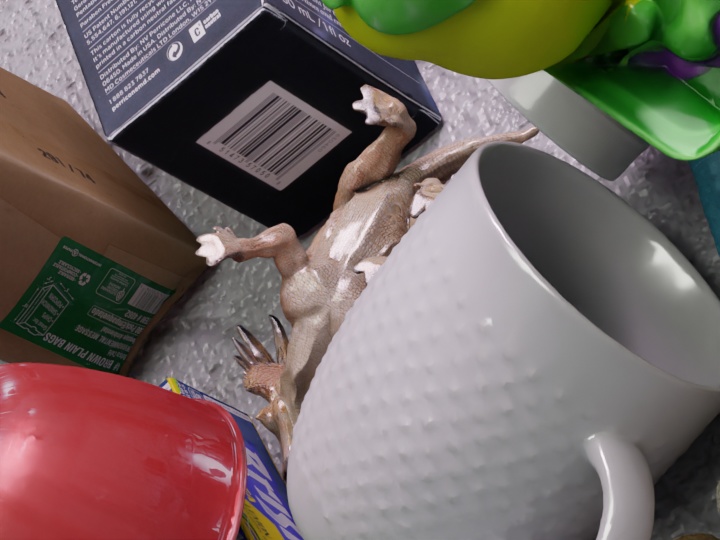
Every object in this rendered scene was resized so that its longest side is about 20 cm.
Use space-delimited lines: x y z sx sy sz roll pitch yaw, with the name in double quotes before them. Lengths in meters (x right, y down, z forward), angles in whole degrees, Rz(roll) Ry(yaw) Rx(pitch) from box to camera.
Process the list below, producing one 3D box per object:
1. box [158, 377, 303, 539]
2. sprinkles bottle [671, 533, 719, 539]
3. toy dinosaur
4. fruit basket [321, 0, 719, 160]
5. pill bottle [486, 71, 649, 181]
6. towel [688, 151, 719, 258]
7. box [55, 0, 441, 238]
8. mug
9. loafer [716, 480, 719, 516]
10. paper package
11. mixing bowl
"box" -0.056 0.148 1.083 0.064 0.070 0.200 -42 52 14
"sprinkles bottle" 0.175 0.188 0.886 0.068 0.068 0.200 -51 49 10
"toy dinosaur" 0.000 0.000 1.097 0.086 0.136 0.200 36 71 20
"fruit basket" 0.075 -0.135 0.842 0.216 0.215 0.156 41 105 41
"pill bottle" 0.144 -0.139 0.987 0.200 0.111 0.111 -50 50 11
"towel" 0.223 0.002 0.938 0.146 0.022 0.201 -29 67 28
"box" -0.070 -0.140 1.160 0.107 0.148 0.200 -38 53 19
"mug" 0.061 0.075 0.965 0.175 0.147 0.200 -50 38 24
"loafer" 0.199 0.126 0.857 0.068 0.076 0.200 -26 41 -27
"paper package" -0.208 -0.042 1.193 0.104 0.200 0.191 -52 49 8
"mixing bowl" -0.154 0.116 1.010 0.200 0.108 0.200 -37 31 27
